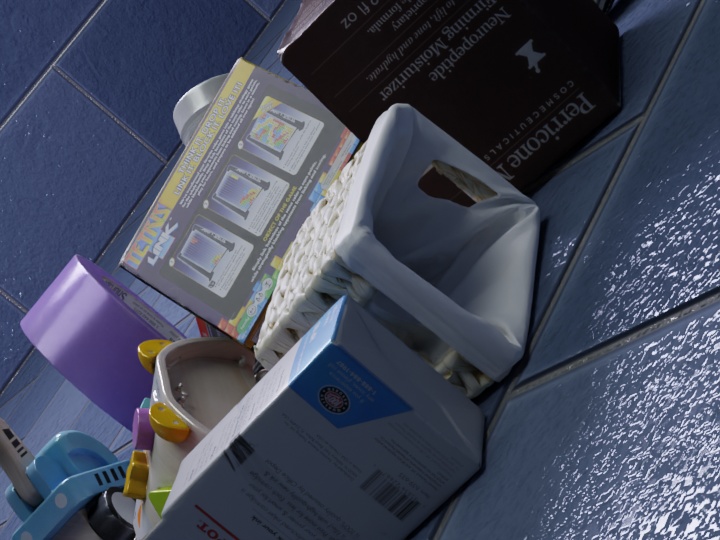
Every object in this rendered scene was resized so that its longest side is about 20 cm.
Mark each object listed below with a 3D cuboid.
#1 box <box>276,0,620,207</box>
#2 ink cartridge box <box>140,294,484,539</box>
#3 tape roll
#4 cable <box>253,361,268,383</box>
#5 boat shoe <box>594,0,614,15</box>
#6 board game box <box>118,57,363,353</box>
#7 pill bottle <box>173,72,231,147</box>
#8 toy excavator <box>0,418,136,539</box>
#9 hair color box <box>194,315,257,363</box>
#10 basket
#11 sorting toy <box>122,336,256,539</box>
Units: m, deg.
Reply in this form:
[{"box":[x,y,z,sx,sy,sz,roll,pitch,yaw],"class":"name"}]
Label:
[{"box":[0.072,-0.171,1.241,0.166,0.200,0.165,-40,15,24],"class":"box"},{"box":[-0.035,0.127,0.975,0.200,0.116,0.067,-45,13,22],"class":"ink cartridge box"},{"box":[-0.218,0.081,1.562,0.085,0.199,0.200,-50,12,0],"class":"tape roll"},{"box":[-0.089,0.089,1.378,0.199,0.050,0.099,-17,72,60],"class":"cable"},{"box":[0.229,-0.285,1.366,0.202,0.062,0.075,-66,18,-1],"class":"boat shoe"},{"box":[-0.081,-0.050,1.322,0.165,0.057,0.201,29,87,40],"class":"board game box"},{"box":[-0.090,-0.066,1.441,0.112,0.202,0.113,-22,-21,-9],"class":"pill bottle"},{"box":[-0.269,0.172,1.375,0.100,0.200,0.194,-47,-15,18],"class":"toy excavator"},{"box":[-0.085,-0.015,1.560,0.112,0.063,0.201,80,-151,-44],"class":"hair color box"},{"box":[0.026,0.006,1.076,0.124,0.135,0.201,-48,12,29],"class":"basket"},{"box":[-0.137,0.167,1.256,0.200,0.106,0.182,-117,44,-63],"class":"sorting toy"}]
